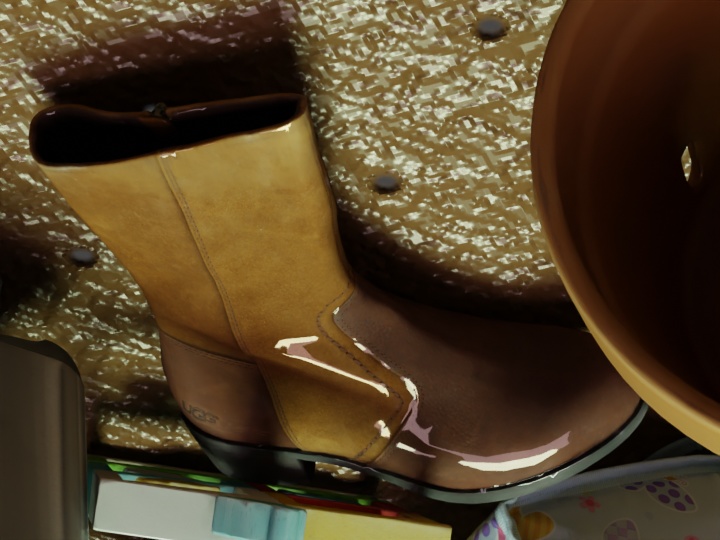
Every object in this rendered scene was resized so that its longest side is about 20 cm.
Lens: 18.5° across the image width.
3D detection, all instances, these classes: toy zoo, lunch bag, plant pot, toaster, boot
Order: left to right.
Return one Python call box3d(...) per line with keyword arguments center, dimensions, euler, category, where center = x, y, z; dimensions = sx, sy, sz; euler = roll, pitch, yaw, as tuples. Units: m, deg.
box3d(center=(-0.167, 0.105, 0.807), dimensions=(0.113, 0.129, 0.200), euler=(17, 134, -34), category="toaster")
box3d(center=(-0.042, 0.095, 0.858), dimensions=(0.131, 0.021, 0.200), euler=(9, 177, -10), category="toy zoo")
box3d(center=(0.000, 0.000, 0.797), dimensions=(0.188, 0.069, 0.200), euler=(3, 142, 20), category="boot")
box3d(center=(0.112, 0.157, 0.936), dimensions=(0.200, 0.127, 0.170), euler=(-6, 150, -34), category="lunch bag")
box3d(center=(0.159, -0.018, 0.673), dimensions=(0.199, 0.201, 0.140), euler=(-6, 159, 10), category="plant pot")
